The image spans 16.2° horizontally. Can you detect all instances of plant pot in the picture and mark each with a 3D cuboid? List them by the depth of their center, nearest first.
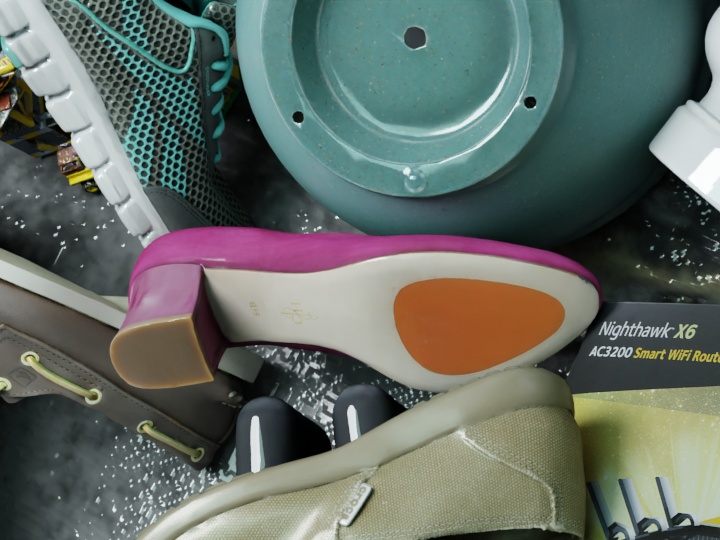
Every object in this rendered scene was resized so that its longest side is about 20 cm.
[{"bbox_3d":[0.034,-0.095,0.997,0.199,0.134,0.201,3,100,15],"label":"plant pot"}]

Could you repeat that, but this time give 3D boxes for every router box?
[{"bbox_3d":[0.139,0.092,0.890,0.200,0.052,0.158,0,60,51],"label":"router box"}]

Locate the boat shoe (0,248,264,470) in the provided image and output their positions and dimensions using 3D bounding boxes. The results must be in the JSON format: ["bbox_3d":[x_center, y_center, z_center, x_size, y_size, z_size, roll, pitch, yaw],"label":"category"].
[{"bbox_3d":[-0.135,0.029,1.066,0.072,0.199,0.060,24,92,59],"label":"boat shoe"}]

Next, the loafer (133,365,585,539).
[{"bbox_3d":[-0.006,0.103,0.907,0.199,0.076,0.068,-29,63,7],"label":"loafer"}]

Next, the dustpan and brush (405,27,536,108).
[{"bbox_3d":[0.035,-0.126,1.083,0.200,0.057,0.140,42,115,-1],"label":"dustpan and brush"}]

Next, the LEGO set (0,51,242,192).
[{"bbox_3d":[-0.143,-0.147,1.151,0.153,0.116,0.201,-9,73,25],"label":"LEGO set"}]

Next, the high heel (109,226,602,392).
[{"bbox_3d":[0.000,0.000,1.011,0.199,0.096,0.068,-2,120,12],"label":"high heel"}]

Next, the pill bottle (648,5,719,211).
[{"bbox_3d":[0.205,-0.097,0.963,0.200,0.113,0.113,-50,61,7],"label":"pill bottle"}]

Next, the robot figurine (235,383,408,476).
[{"bbox_3d":[-0.006,0.150,1.003,0.150,0.124,0.201,-26,63,51],"label":"robot figurine"}]

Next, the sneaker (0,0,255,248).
[{"bbox_3d":[-0.083,-0.080,1.070,0.091,0.200,0.078,-27,36,8],"label":"sneaker"}]

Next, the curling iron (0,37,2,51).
[{"bbox_3d":[-0.097,-0.171,1.104,0.200,0.026,0.050,-46,44,-11],"label":"curling iron"}]
